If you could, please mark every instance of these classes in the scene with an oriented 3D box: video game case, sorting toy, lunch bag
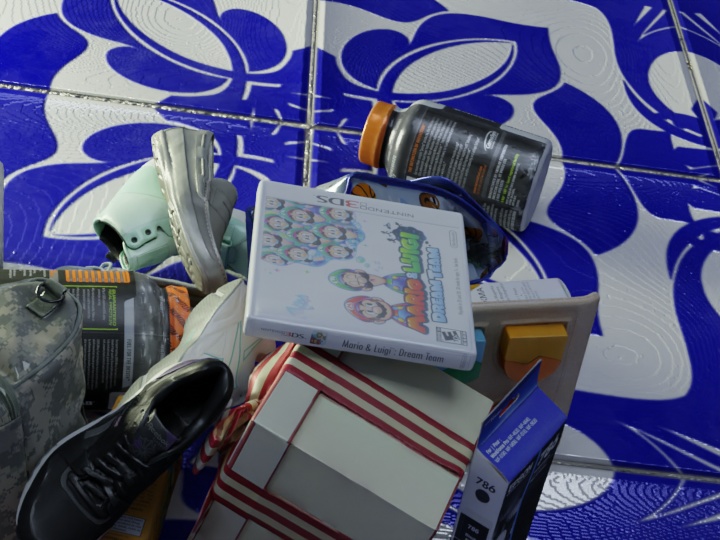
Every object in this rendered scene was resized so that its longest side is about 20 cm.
[{"bbox_3d":[0.000,0.000,1.273,0.180,0.024,0.201,10,35,-7],"label":"video game case"},{"bbox_3d":[0.104,0.103,1.344,0.198,0.186,0.037,-6,40,-18],"label":"sorting toy"},{"bbox_3d":[0.016,-0.023,1.480,0.199,0.169,0.125,7,77,-38],"label":"lunch bag"},{"bbox_3d":[-0.285,0.118,1.228,0.167,0.201,0.139,-31,52,-33],"label":"lunch bag"}]

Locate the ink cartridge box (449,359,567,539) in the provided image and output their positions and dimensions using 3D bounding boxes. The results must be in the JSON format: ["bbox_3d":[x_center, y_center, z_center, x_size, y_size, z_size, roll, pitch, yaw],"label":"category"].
[{"bbox_3d":[0.115,0.175,1.248,0.039,0.201,0.099,28,42,22],"label":"ink cartridge box"}]

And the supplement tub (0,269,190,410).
[{"bbox_3d":[-0.251,0.061,1.366,0.198,0.123,0.123,2,39,-12],"label":"supplement tub"}]

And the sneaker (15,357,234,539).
[{"bbox_3d":[-0.176,0.133,1.165,0.076,0.088,0.200,46,68,-5],"label":"sneaker"}]

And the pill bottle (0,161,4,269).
[{"bbox_3d":[-0.436,-0.050,1.466,0.198,0.116,0.116,0,39,-14],"label":"pill bottle"}]

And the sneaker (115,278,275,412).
[{"bbox_3d":[-0.132,0.095,1.295,0.080,0.070,0.201,52,50,-17],"label":"sneaker"}]

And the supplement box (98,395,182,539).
[{"bbox_3d":[-0.192,0.193,1.260,0.068,0.067,0.201,10,38,-1],"label":"supplement box"}]

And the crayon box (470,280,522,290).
[{"bbox_3d":[0.073,0.053,1.454,0.198,0.127,0.051,-4,75,-20],"label":"crayon box"}]

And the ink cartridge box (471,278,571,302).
[{"bbox_3d":[0.078,0.088,1.380,0.198,0.163,0.057,-1,39,-15],"label":"ink cartridge box"}]

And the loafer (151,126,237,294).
[{"bbox_3d":[-0.149,-0.063,1.481,0.069,0.070,0.201,-12,53,-9],"label":"loafer"}]

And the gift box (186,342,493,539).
[{"bbox_3d":[-0.032,0.165,1.248,0.186,0.201,0.185,32,35,1],"label":"gift box"}]

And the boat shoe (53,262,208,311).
[{"bbox_3d":[-0.202,0.029,1.465,0.200,0.065,0.075,17,38,7],"label":"boat shoe"}]

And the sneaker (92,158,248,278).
[{"bbox_3d":[-0.168,-0.016,1.535,0.200,0.074,0.118,33,55,15],"label":"sneaker"}]

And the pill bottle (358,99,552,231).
[{"bbox_3d":[0.100,-0.121,1.696,0.199,0.107,0.106,19,38,10],"label":"pill bottle"}]
